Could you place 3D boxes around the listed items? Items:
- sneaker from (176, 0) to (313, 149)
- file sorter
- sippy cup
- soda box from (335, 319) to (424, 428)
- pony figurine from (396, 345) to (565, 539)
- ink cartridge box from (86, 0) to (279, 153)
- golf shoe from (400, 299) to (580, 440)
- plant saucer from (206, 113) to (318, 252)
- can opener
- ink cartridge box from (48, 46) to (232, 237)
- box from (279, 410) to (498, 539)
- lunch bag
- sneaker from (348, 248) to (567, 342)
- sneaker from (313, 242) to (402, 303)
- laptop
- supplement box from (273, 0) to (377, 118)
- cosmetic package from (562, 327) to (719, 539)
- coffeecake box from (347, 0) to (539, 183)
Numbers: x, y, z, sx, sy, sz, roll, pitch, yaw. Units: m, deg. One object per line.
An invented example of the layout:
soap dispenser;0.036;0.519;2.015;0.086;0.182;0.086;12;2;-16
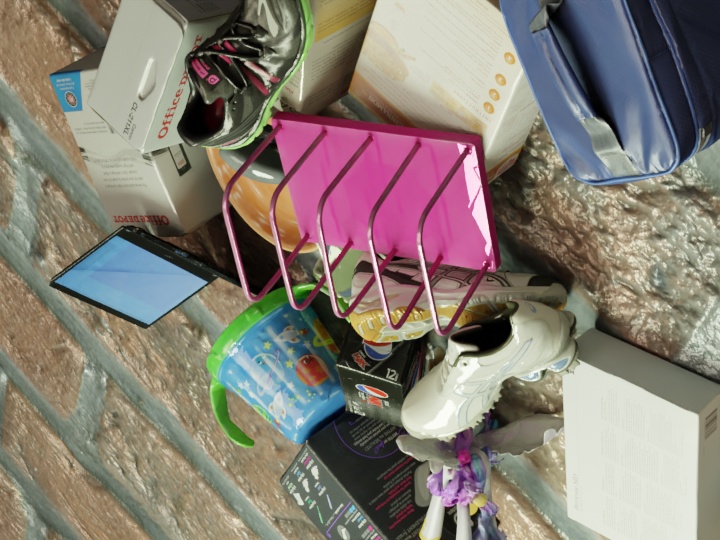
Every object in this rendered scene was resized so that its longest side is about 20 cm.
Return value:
sneaker;-0.101;-0.177;1.456;0.077;0.084;0.201;42;130;24
file sorter;-0.001;-0.036;1.486;0.199;0.126;0.140;10;133;27
sippy cup;-0.074;0.109;1.839;0.130;0.139;0.178;48;143;18
soda box;0.022;0.098;1.697;0.070;0.064;0.200;17;165;8
pony figurine;0.103;0.189;1.684;0.193;0.165;0.202;-143;49;-70
ink cartridge box;-0.140;-0.206;1.590;0.083;0.199;0.146;41;126;22
golf shoe;0.097;0.080;1.545;0.200;0.097;0.079;-35;44;28
plant saucer;-0.084;-0.115;1.767;0.200;0.037;0.201;31;137;33
can opener;-0.038;-0.088;1.656;0.199;0.067;0.053;17;137;7
ink cartridge box;-0.241;-0.144;1.897;0.146;0.084;0.201;3;120;50
box;0.029;0.249;1.845;0.200;0.122;0.106;49;145;12
lunch bag;0.196;-0.170;1.286;0.135;0.132;0.201;-9;110;53
sneaker;0.088;0.008;1.569;0.076;0.198;0.088;87;-179;-60
sneaker;0.000;0.000;1.675;0.089;0.067;0.201;0;142;18
laptop;-0.208;0.028;1.903;0.199;0.104;0.177;24;177;38
supplement box;-0.029;-0.247;1.512;0.073;0.126;0.201;36;140;27
cosmetic package;0.256;0.168;1.559;0.150;0.052;0.201;24;134;37
coffeecake box;0.085;-0.186;1.464;0.153;0.073;0.200;43;144;17
